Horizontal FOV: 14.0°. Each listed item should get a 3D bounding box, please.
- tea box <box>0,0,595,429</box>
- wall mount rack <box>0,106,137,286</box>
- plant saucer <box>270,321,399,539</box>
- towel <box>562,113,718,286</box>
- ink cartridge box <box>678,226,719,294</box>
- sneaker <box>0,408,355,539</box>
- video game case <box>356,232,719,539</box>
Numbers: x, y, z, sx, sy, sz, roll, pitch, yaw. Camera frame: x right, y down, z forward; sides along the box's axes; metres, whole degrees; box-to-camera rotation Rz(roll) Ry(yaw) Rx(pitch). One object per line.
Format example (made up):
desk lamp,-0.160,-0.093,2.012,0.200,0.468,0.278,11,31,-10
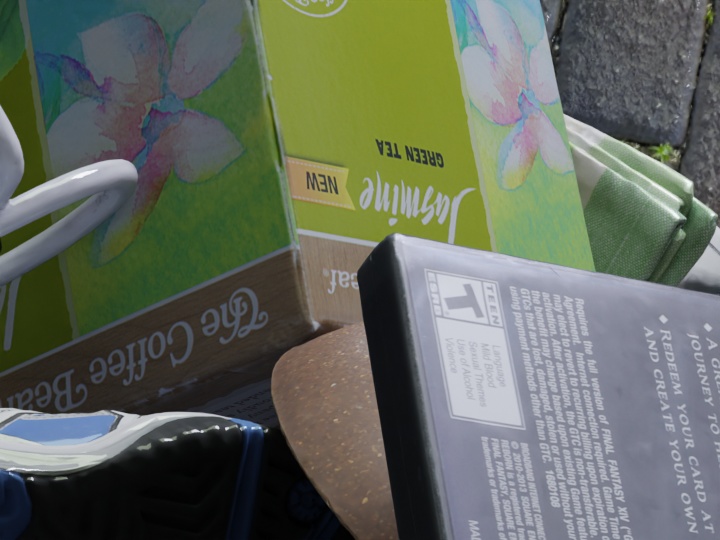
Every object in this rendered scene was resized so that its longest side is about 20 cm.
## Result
tea box,-0.060,-0.037,0.828,0.200,0.197,0.134,-24,-20,36
wall mount rack,-0.160,0.004,0.714,0.200,0.075,0.174,-28,-6,-26
plant saucer,0.072,0.065,0.659,0.200,0.037,0.200,33,14,-10
towel,0.000,0.000,0.885,0.200,0.153,0.023,36,9,39
ink cartridge box,0.059,0.030,1.031,0.084,0.144,0.200,45,10,14
sneaker,-0.070,0.059,0.651,0.200,0.076,0.077,12,6,-28
video game case,0.098,0.071,0.585,0.200,0.143,0.019,11,-37,-29
